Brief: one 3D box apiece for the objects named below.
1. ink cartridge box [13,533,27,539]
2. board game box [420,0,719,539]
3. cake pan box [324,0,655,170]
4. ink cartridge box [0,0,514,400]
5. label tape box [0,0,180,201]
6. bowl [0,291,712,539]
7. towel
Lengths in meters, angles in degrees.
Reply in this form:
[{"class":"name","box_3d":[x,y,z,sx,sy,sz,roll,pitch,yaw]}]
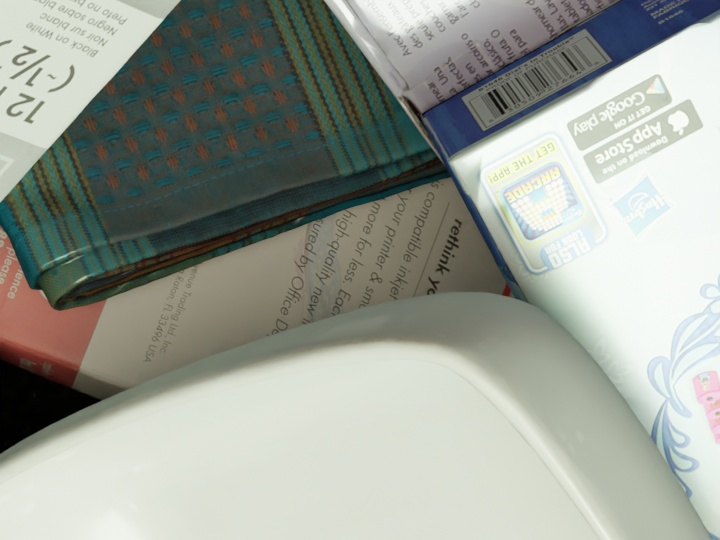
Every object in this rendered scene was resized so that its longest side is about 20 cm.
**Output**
[{"class":"ink cartridge box","box_3d":[-0.156,0.087,0.757,0.146,0.084,0.200,-23,97,-13]},{"class":"board game box","box_3d":[0.147,0.001,0.701,0.200,0.043,0.199,-28,112,2]},{"class":"cake pan box","box_3d":[0.089,-0.086,0.704,0.184,0.052,0.200,-37,115,4]},{"class":"ink cartridge box","box_3d":[0.000,0.000,0.803,0.200,0.067,0.117,22,81,-4]},{"class":"label tape box","box_3d":[-0.120,-0.081,0.692,0.066,0.143,0.200,19,123,-45]},{"class":"bowl","box_3d":[0.010,0.097,0.687,0.200,0.075,0.200,-22,108,36]},{"class":"towel","box_3d":[-0.051,-0.101,0.766,0.147,0.022,0.200,-20,78,-14]}]
